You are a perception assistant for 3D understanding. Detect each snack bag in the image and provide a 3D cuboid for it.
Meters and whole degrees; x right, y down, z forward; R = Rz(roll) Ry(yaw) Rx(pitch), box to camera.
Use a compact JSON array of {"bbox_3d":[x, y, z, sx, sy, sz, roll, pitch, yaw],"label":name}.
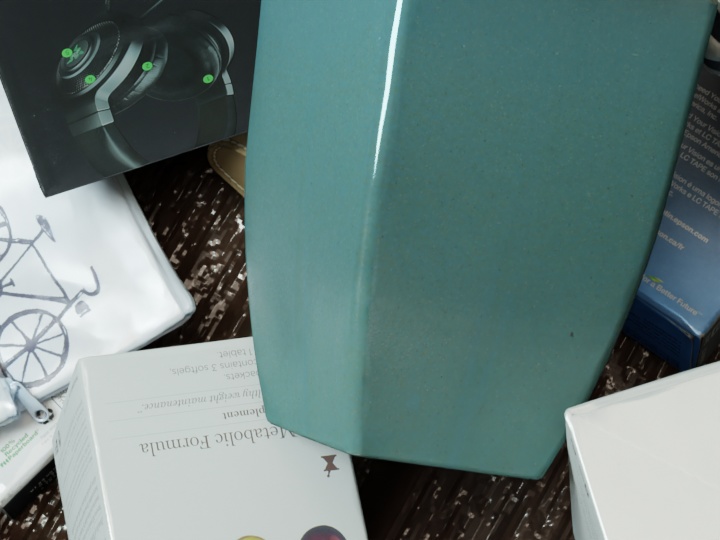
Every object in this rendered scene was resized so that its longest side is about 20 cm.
[{"bbox_3d":[-0.194,-0.009,1.230,0.199,0.021,0.189,-27,70,-4],"label":"snack bag"}]

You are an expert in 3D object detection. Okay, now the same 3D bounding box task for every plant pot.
[{"bbox_3d":[0.035,-0.024,1.079,0.140,0.141,0.201,9,91,-25],"label":"plant pot"}]

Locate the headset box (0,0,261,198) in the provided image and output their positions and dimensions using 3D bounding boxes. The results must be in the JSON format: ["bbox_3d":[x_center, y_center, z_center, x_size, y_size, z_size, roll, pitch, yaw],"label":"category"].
[{"bbox_3d":[-0.086,-0.145,1.162,0.173,0.201,0.093,-19,44,-3],"label":"headset box"}]

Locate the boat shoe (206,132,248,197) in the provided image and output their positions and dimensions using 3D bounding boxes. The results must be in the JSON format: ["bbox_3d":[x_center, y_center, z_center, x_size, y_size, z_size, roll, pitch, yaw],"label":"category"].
[{"bbox_3d":[0.000,0.000,1.212,0.200,0.074,0.066,38,74,17],"label":"boat shoe"}]

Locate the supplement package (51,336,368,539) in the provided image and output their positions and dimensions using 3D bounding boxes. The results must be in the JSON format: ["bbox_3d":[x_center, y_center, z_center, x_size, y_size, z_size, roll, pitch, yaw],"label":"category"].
[{"bbox_3d":[-0.057,0.142,1.138,0.113,0.110,0.201,-7,70,-15],"label":"supplement package"}]

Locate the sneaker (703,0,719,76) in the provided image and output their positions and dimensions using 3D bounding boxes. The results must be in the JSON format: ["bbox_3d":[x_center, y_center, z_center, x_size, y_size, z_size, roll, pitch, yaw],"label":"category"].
[{"bbox_3d":[0.166,-0.188,1.075,0.079,0.130,0.200,10,71,11],"label":"sneaker"}]

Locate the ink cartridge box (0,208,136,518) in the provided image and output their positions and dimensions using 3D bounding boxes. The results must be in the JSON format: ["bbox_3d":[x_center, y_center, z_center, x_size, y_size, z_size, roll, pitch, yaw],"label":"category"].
[{"bbox_3d":[-0.195,0.012,1.251,0.095,0.037,0.200,-43,75,-8],"label":"ink cartridge box"}]

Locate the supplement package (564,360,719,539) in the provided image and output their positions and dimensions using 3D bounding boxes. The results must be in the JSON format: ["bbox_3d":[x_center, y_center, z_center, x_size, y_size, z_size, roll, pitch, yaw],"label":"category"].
[{"bbox_3d":[0.177,0.149,1.075,0.146,0.200,0.192,-16,71,0],"label":"supplement package"}]

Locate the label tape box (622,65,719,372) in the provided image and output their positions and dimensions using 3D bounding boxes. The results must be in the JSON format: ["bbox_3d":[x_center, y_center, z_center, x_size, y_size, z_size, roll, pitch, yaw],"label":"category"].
[{"bbox_3d":[0.152,-0.074,1.225,0.144,0.063,0.200,34,76,16],"label":"label tape box"}]
